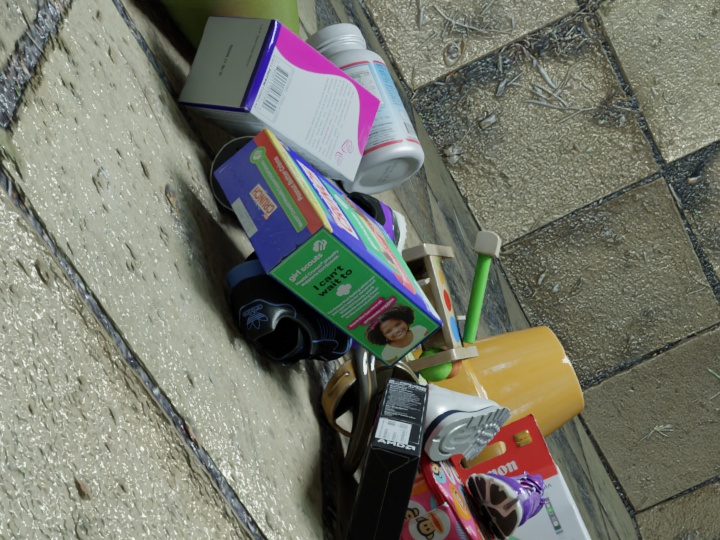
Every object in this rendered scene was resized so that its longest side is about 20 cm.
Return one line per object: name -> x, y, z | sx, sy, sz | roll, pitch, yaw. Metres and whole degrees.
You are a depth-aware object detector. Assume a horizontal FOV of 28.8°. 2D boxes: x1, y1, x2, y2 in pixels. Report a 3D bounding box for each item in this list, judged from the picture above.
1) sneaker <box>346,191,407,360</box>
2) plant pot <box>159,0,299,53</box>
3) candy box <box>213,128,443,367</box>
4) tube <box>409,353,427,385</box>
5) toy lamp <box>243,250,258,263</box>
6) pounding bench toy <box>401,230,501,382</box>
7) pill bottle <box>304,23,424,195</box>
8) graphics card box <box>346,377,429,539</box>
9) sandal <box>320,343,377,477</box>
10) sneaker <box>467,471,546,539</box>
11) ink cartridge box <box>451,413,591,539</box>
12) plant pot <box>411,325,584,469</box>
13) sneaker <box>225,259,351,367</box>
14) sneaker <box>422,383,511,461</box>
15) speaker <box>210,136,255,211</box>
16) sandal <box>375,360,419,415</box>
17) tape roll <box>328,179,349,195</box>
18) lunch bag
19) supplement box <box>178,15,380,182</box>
sneaker -> -0.001, 0.000, 1.544 | 0.100, 0.070, 0.200 | 42, 39, -47
plant pot -> -0.146, -0.316, 1.538 | 0.190, 0.200, 0.200 | 71, 1, -54
candy box -> -0.031, -0.022, 1.340 | 0.200, 0.077, 0.169 | 37, 15, -42
tube -> 0.046, 0.115, 1.795 | 0.052, 0.058, 0.200 | -3, 59, -37
toy lamp -> -0.068, 0.003, 1.458 | 0.058, 0.058, 0.200 | 65, 11, 4
pounding bench toy -> 0.089, 0.051, 1.652 | 0.124, 0.200, 0.156 | 5, 69, -72
pill bottle -> -0.004, -0.203, 1.745 | 0.200, 0.109, 0.109 | 68, 11, 20
graphics card box -> 0.027, 0.192, 1.335 | 0.200, 0.051, 0.126 | -73, 177, -75
sandal -> -0.012, 0.118, 1.429 | 0.082, 0.055, 0.200 | 104, -9, -60
sneaker -> 0.171, 0.252, 1.582 | 0.081, 0.083, 0.200 | 60, -3, 11
ink cartridge box -> 0.177, 0.295, 1.696 | 0.050, 0.161, 0.200 | 34, 32, -77
plant pot -> 0.187, 0.166, 1.855 | 0.200, 0.183, 0.200 | 157, -90, -85
sneaker -> -0.062, 0.061, 1.338 | 0.200, 0.070, 0.078 | 36, 31, -54
sneaker -> 0.100, 0.158, 1.533 | 0.080, 0.076, 0.200 | 36, 7, 25
speaker -> -0.088, -0.081, 1.493 | 0.081, 0.081, 0.200 | 68, 11, 15
sandal -> 0.037, 0.143, 1.590 | 0.200, 0.080, 0.054 | 55, 16, -58
tape roll -> -0.082, -0.142, 1.698 | 0.200, 0.066, 0.200 | 61, 11, -21
lunch bag -> 0.090, 0.279, 1.549 | 0.200, 0.082, 0.176 | 61, 6, -12
supplement box -> -0.082, -0.180, 1.491 | 0.200, 0.103, 0.101 | 31, 75, -49
